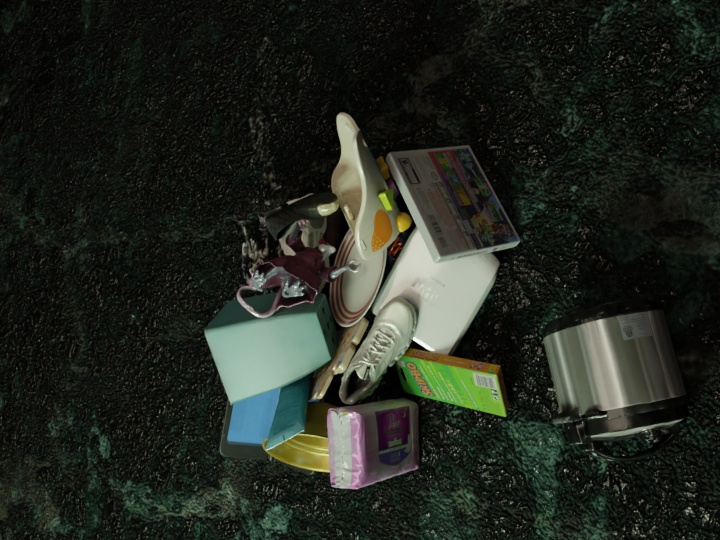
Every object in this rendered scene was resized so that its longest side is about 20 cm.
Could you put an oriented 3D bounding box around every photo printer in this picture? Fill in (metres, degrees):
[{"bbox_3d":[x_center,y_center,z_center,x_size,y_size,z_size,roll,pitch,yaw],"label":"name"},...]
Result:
[{"bbox_3d":[0.131,0.023,1.125,0.164,0.069,0.204,32,102,8],"label":"photo printer"}]

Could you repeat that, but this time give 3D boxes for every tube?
[{"bbox_3d":[-0.118,0.232,1.153,0.076,0.201,0.051,-34,106,14],"label":"tube"}]

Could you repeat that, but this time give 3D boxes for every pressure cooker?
[{"bbox_3d":[0.351,0.156,0.918,0.172,0.177,0.206,-19,73,27],"label":"pressure cooker"}]

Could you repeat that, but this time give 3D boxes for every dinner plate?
[{"bbox_3d":[0.000,0.000,1.179,0.199,0.024,0.206,-39,44,51],"label":"dinner plate"}]

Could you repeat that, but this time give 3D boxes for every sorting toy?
[{"bbox_3d":[0.003,-0.156,1.085,0.104,0.184,0.202,-21,35,-2],"label":"sorting toy"}]

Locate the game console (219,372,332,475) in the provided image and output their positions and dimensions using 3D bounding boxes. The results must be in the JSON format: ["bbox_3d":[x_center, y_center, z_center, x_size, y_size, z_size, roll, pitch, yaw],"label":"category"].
[{"bbox_3d":[-0.164,0.280,1.295,0.172,0.115,0.207,10,90,35],"label":"game console"}]

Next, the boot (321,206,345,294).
[{"bbox_3d":[-0.054,-0.048,1.305,0.196,0.072,0.171,-22,84,29],"label":"boot"}]

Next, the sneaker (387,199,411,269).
[{"bbox_3d":[0.049,-0.067,1.214,0.075,0.078,0.203,-39,64,24],"label":"sneaker"}]

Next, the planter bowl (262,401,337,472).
[{"bbox_3d":[-0.075,0.295,1.212,0.196,0.200,0.086,-13,50,32],"label":"planter bowl"}]

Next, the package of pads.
[{"bbox_3d":[0.024,0.284,1.113,0.074,0.198,0.125,-4,83,34],"label":"package of pads"}]

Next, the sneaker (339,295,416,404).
[{"bbox_3d":[0.027,0.137,1.092,0.074,0.081,0.204,32,104,11],"label":"sneaker"}]

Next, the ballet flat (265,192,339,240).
[{"bbox_3d":[-0.100,-0.098,1.179,0.197,0.066,0.058,-9,108,49],"label":"ballet flat"}]

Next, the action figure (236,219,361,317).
[{"bbox_3d":[-0.097,0.005,1.149,0.134,0.200,0.149,44,118,0],"label":"action figure"}]

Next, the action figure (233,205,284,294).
[{"bbox_3d":[-0.199,-0.034,1.370,0.115,0.103,0.205,-1,124,7],"label":"action figure"}]

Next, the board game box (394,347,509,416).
[{"bbox_3d":[0.148,0.183,1.112,0.195,0.030,0.097,5,131,33],"label":"board game box"}]

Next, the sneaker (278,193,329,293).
[{"bbox_3d":[-0.114,-0.039,1.267,0.097,0.077,0.207,-1,85,40],"label":"sneaker"}]

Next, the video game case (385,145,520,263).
[{"bbox_3d":[0.152,-0.115,1.096,0.023,0.178,0.204,-52,55,51],"label":"video game case"}]

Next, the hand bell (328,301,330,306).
[{"bbox_3d":[-0.073,0.079,1.293,0.196,0.104,0.107,-27,69,15],"label":"hand bell"}]

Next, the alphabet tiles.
[{"bbox_3d":[-0.038,0.143,1.196,0.199,0.014,0.200,-62,10,-20],"label":"alphabet tiles"}]

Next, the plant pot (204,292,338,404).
[{"bbox_3d":[-0.147,0.121,1.187,0.194,0.142,0.145,-15,106,13],"label":"plant pot"}]
